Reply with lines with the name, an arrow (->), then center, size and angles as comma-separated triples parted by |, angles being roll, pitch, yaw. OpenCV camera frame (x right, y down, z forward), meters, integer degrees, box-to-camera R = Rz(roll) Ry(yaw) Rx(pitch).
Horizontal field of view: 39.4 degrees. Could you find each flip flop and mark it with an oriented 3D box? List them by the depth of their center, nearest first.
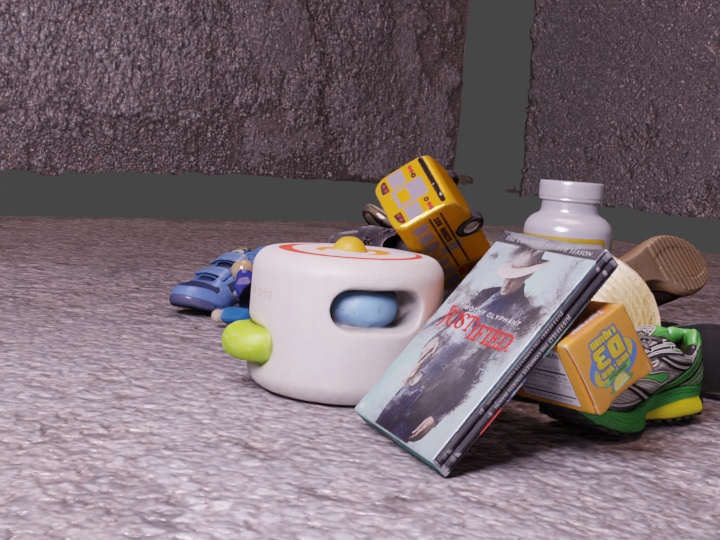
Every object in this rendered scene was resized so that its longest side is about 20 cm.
flip flop -> 0.097, -0.060, 1.376 | 0.198, 0.058, 0.081 | 14, -9, -8

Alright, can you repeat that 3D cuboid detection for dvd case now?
dvd case -> 0.091, 0.055, 0.773 | 0.022, 0.200, 0.146 | 47, -11, -22

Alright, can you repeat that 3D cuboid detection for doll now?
doll -> -0.116, 0.033, 1.214 | 0.135, 0.049, 0.200 | -15, 20, -9

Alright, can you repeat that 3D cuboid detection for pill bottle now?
pill bottle -> 0.259, -0.011, 1.274 | 0.111, 0.202, 0.112 | 4, 6, 0

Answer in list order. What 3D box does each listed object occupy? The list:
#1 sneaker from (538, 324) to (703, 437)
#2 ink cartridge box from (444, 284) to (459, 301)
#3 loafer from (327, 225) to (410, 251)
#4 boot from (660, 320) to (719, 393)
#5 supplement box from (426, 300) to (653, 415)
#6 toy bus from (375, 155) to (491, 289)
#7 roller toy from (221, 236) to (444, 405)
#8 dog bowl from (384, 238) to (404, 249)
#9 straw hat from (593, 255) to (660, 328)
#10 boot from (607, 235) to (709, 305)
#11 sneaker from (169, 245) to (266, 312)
sneaker -> 0.226, 0.090, 0.872 | 0.199, 0.086, 0.078 | -7, 12, -41
ink cartridge box -> 0.138, 0.034, 1.183 | 0.198, 0.037, 0.094 | 13, -16, -32
loafer -> 0.048, -0.025, 1.252 | 0.198, 0.072, 0.063 | 12, -28, 19
boot -> 0.341, 0.080, 1.088 | 0.198, 0.070, 0.174 | 0, 5, 24
supplement box -> 0.138, 0.060, 0.815 | 0.066, 0.069, 0.199 | -33, 19, -23
toy bus -> 0.088, -0.039, 1.030 | 0.078, 0.065, 0.200 | -31, -29, 6
roller toy -> -0.013, 0.039, 0.942 | 0.181, 0.141, 0.200 | 7, 7, 24
dog bowl -> 0.068, 0.002, 1.375 | 0.198, 0.075, 0.200 | 12, -8, 2
straw hat -> 0.198, 0.069, 1.018 | 0.199, 0.202, 0.085 | 5, -36, 12
boot -> 0.281, 0.029, 1.142 | 0.199, 0.073, 0.166 | -9, -19, -36
sneaker -> -0.180, 0.012, 1.340 | 0.073, 0.083, 0.199 | 9, 10, 30
